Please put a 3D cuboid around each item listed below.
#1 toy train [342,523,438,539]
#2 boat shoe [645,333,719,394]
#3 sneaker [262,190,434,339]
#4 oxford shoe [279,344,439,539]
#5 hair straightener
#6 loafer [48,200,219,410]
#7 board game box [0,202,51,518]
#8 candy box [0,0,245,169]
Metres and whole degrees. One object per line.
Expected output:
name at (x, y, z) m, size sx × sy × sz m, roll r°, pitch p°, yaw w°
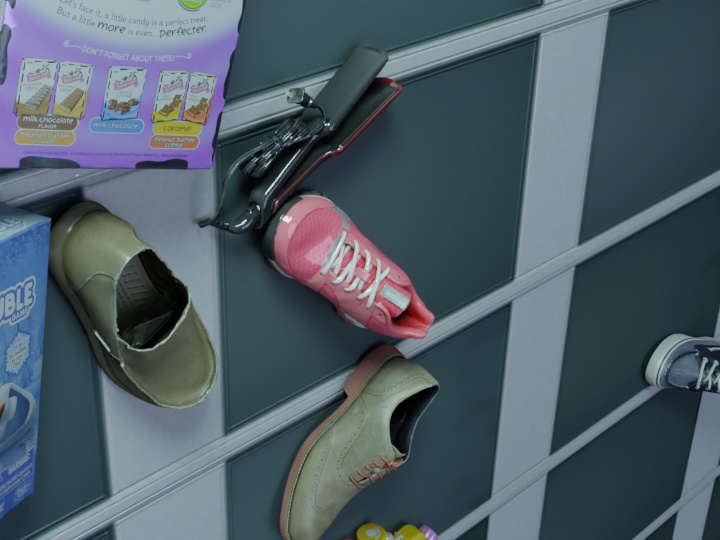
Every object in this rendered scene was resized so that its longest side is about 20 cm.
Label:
toy train at (0.029, 0.335, 1.203) m, size 0.200 × 0.055 × 0.151 m, roll 26°, pitch 91°, yaw -53°
boat shoe at (0.464, 0.132, 1.562) m, size 0.199 × 0.092 × 0.075 m, roll -6°, pitch 115°, yaw -48°
sneaker at (0.000, 0.000, 0.946) m, size 0.074 × 0.086 × 0.200 m, roll -59°, pitch 142°, yaw -6°
oxford shoe at (-0.002, 0.166, 1.050) m, size 0.070 × 0.075 × 0.201 m, roll 34°, pitch 85°, yaw -53°
hair straightener at (-0.051, -0.104, 0.873) m, size 0.200 × 0.041 × 0.077 m, roll -44°, pitch 138°, yaw -17°
loafer at (-0.148, 0.039, 0.810) m, size 0.076 × 0.067 × 0.200 m, roll -49°, pitch 140°, yaw -18°
board game box at (-0.254, 0.083, 0.672) m, size 0.200 × 0.043 × 0.201 m, roll -43°, pitch 145°, yaw -63°
candy box at (-0.150, -0.165, 0.686) m, size 0.167 × 0.071 × 0.202 m, roll -4°, pitch 115°, yaw -48°
